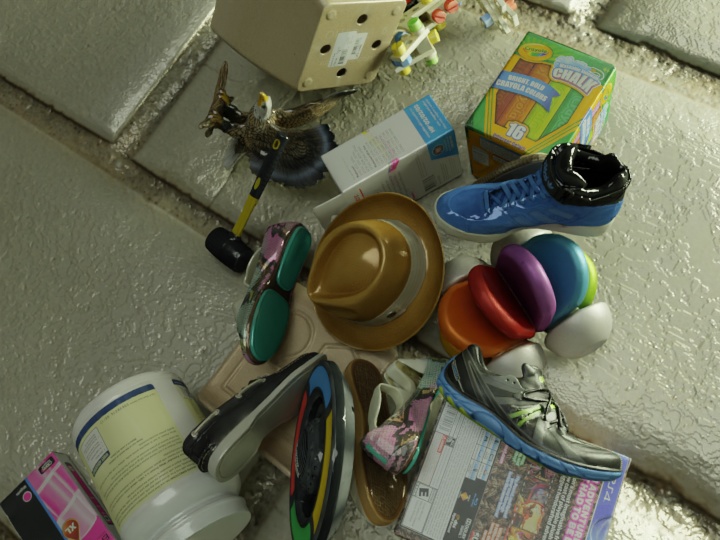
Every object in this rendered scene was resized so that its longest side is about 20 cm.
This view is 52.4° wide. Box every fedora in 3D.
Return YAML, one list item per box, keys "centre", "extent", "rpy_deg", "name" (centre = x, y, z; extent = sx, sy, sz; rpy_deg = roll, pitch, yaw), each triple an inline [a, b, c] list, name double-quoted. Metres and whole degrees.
- centre: [0.000, 0.000, 0.859]
  extent: [0.200, 0.082, 0.201]
  rpy_deg: [-4, 84, 36]
  name: "fedora"

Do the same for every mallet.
- centre: [-0.138, -0.087, 0.972]
  extent: [0.066, 0.041, 0.200]
  rpy_deg: [44, 114, 19]
  name: "mallet"

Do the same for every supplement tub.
- centre: [-0.230, 0.235, 0.853]
  extent: [0.145, 0.145, 0.200]
  rpy_deg: [-37, 65, -3]
  name: "supplement tub"

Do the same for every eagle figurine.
- centre: [-0.115, -0.199, 1.011]
  extent: [0.200, 0.151, 0.152]
  rpy_deg: [12, 101, -2]
  name: "eagle figurine"

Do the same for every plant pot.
- centre: [-0.056, -0.354, 0.979]
  extent: [0.200, 0.200, 0.177]
  rpy_deg: [-18, 62, -35]
  name: "plant pot"

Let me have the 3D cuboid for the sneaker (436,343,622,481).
- centre: [0.170, 0.140, 0.726]
  extent: [0.199, 0.071, 0.083]
  rpy_deg: [32, 85, 26]
  name: "sneaker"

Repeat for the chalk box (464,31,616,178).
- centre: [0.237, -0.204, 0.924]
  extent: [0.125, 0.124, 0.200]
  rpy_deg: [28, 78, 21]
  name: "chalk box"

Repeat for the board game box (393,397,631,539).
- centre: [0.161, 0.245, 0.778]
  extent: [0.200, 0.097, 0.160]
  rpy_deg: [18, 74, 20]
  name: "board game box"

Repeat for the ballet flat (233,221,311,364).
- centre: [-0.121, 0.027, 0.921]
  extent: [0.071, 0.069, 0.200]
  rpy_deg: [-2, 58, 31]
  name: "ballet flat"

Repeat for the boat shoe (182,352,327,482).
- centre: [-0.115, 0.153, 0.833]
  extent: [0.060, 0.074, 0.200]
  rpy_deg: [26, 50, 26]
  name: "boat shoe"

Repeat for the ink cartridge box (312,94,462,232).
- centre: [0.026, -0.127, 0.950]
  extent: [0.200, 0.115, 0.068]
  rpy_deg: [-30, 65, 1]
  name: "ink cartridge box"

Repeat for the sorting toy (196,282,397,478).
- centre: [-0.079, 0.134, 0.920]
  extent: [0.185, 0.036, 0.200]
  rpy_deg: [33, 75, 23]
  name: "sorting toy"

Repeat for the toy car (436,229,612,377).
- centre: [0.178, 0.030, 0.831]
  extent: [0.200, 0.150, 0.175]
  rpy_deg: [-30, 65, 1]
  name: "toy car"

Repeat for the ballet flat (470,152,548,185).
- centre: [0.163, -0.099, 0.879]
  extent: [0.067, 0.200, 0.046]
  rpy_deg: [18, 66, -20]
  name: "ballet flat"

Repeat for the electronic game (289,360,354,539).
- centre: [-0.047, 0.194, 0.763]
  extent: [0.042, 0.200, 0.200]
  rpy_deg: [8, 68, -14]
  name: "electronic game"

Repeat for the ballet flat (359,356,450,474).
- centre: [0.051, 0.141, 0.805]
  extent: [0.071, 0.200, 0.069]
  rpy_deg: [35, 123, 3]
  name: "ballet flat"

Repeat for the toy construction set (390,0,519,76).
- centre: [0.117, -0.357, 1.032]
  extent: [0.200, 0.092, 0.131]
  rpy_deg: [-23, 40, -4]
  name: "toy construction set"

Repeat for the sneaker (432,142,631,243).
- centre: [0.179, -0.086, 0.763]
  extent: [0.199, 0.111, 0.077]
  rpy_deg: [2, 58, 0]
  name: "sneaker"

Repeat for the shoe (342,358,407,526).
- centre: [0.005, 0.190, 0.801]
  extent: [0.053, 0.070, 0.200]
  rpy_deg: [-44, 35, 30]
  name: "shoe"

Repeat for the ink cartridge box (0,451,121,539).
- centre: [-0.359, 0.330, 0.909]
  extent: [0.095, 0.037, 0.200]
  rpy_deg: [-46, 68, -6]
  name: "ink cartridge box"
